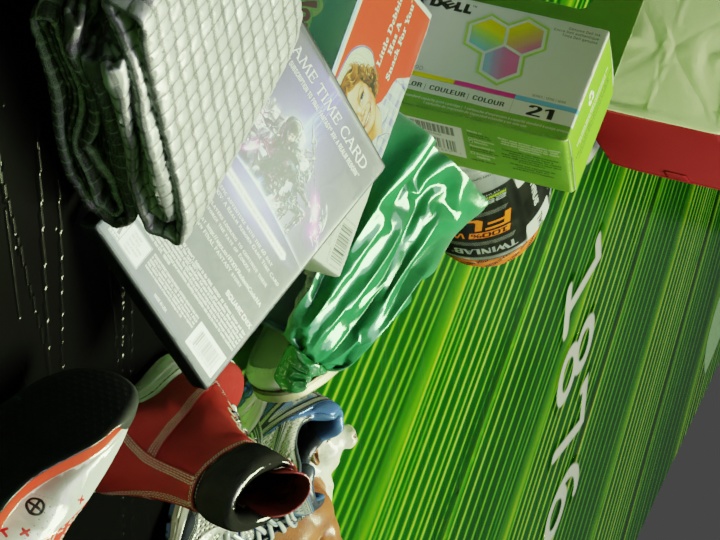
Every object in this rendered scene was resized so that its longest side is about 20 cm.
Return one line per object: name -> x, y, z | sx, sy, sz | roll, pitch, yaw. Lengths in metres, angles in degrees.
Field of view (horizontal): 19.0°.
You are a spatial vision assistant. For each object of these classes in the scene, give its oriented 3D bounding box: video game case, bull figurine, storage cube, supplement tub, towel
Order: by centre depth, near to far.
towel -> -0.108, -0.136, 1.182 | 0.200, 0.085, 0.166 | 82, 32, -55
video game case -> -0.073, -0.047, 1.322 | 0.200, 0.019, 0.143 | -52, 131, -27
bull figurine -> -0.054, 0.211, 1.644 | 0.121, 0.065, 0.200 | 51, 59, -29
supplement tub -> 0.090, -0.088, 1.744 | 0.200, 0.122, 0.123 | 66, 43, -62
storage cube -> 0.348, -0.203, 2.303 | 0.171, 0.199, 0.180 | -69, 155, -11

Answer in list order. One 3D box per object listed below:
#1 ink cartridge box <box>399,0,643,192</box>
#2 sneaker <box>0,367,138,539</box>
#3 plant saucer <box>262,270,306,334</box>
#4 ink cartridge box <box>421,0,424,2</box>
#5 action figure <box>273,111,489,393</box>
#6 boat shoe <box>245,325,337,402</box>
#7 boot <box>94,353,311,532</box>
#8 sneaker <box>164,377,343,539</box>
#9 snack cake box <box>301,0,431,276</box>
ink cartridge box -> 0.120, -0.173, 1.613 | 0.076, 0.147, 0.200 | 73, 36, -59
sneaker -> -0.193, 0.147, 1.203 | 0.201, 0.067, 0.108 | -50, 152, -44
plant saucer -> -0.037, -0.055, 1.517 | 0.070, 0.019, 0.201 | 28, 78, -37
ink cartridge box -> 0.017, -0.167, 1.598 | 0.095, 0.037, 0.201 | -17, 119, -70
action figure -> 0.000, 0.000, 1.508 | 0.118, 0.055, 0.200 | 41, 76, -36
boat shoe -> -0.030, 0.016, 1.579 | 0.200, 0.075, 0.069 | -54, 138, -45
boot -> -0.083, 0.112, 1.370 | 0.200, 0.144, 0.073 | -32, 134, -66
sneaker -> -0.074, 0.158, 1.533 | 0.077, 0.085, 0.200 | 79, 33, -55
snack cake box -> -0.029, -0.110, 1.438 | 0.115, 0.067, 0.201 | 38, 69, -61
